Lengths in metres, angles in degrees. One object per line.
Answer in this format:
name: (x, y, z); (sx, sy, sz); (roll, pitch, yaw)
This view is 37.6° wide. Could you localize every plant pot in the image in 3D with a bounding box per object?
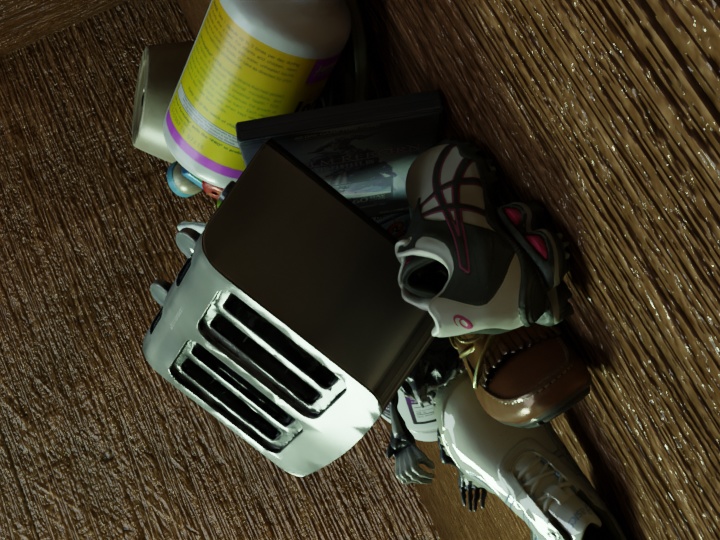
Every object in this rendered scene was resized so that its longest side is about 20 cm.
plant pot: (-0.174, -0.193, 1.247); (0.200, 0.172, 0.202); (-172, 90, -71)

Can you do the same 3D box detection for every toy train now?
toy train: (-0.115, -0.076, 1.187); (0.199, 0.085, 0.115); (35, 152, -32)

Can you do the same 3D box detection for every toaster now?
toaster: (-0.045, 0.037, 0.747); (0.200, 0.119, 0.181); (38, 146, -3)

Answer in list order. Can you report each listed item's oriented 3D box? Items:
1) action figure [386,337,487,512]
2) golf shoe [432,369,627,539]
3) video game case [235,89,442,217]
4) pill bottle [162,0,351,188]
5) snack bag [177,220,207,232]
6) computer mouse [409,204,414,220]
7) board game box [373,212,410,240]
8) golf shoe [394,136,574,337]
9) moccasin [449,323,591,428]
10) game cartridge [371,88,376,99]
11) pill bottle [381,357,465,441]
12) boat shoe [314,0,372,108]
action figure: (0.078, 0.121, 0.890); (0.200, 0.118, 0.102); (50, -164, -36)
golf shoe: (0.134, 0.152, 0.753); (0.200, 0.078, 0.097); (49, 169, -10)
video game case: (-0.012, -0.077, 0.807); (0.200, 0.142, 0.019); (86, 174, -75)
pill bottle: (-0.072, -0.164, 0.799); (0.201, 0.104, 0.105); (-58, 48, 38)
snack bag: (-0.073, 0.029, 0.955); (0.199, 0.021, 0.189); (11, 143, 50)
computer mouse: (0.085, 0.019, 0.833); (0.201, 0.034, 0.059); (63, 172, -8)
board game box: (0.000, 0.000, 1.048); (0.035, 0.135, 0.200); (61, 174, 27)
golf shoe: (0.054, -0.025, 0.662); (0.200, 0.087, 0.078); (-125, 19, -61)
moccasin: (0.096, 0.041, 0.705); (0.078, 0.073, 0.202); (58, -174, -18)
game cartridge: (-0.020, -0.169, 1.032); (0.200, 0.038, 0.131); (-150, 40, -80)
pill bottle: (0.051, 0.075, 1.012); (0.201, 0.112, 0.113); (71, 171, -46)
boat shoe: (-0.031, -0.164, 0.878); (0.072, 0.064, 0.201); (-130, 26, -54)
